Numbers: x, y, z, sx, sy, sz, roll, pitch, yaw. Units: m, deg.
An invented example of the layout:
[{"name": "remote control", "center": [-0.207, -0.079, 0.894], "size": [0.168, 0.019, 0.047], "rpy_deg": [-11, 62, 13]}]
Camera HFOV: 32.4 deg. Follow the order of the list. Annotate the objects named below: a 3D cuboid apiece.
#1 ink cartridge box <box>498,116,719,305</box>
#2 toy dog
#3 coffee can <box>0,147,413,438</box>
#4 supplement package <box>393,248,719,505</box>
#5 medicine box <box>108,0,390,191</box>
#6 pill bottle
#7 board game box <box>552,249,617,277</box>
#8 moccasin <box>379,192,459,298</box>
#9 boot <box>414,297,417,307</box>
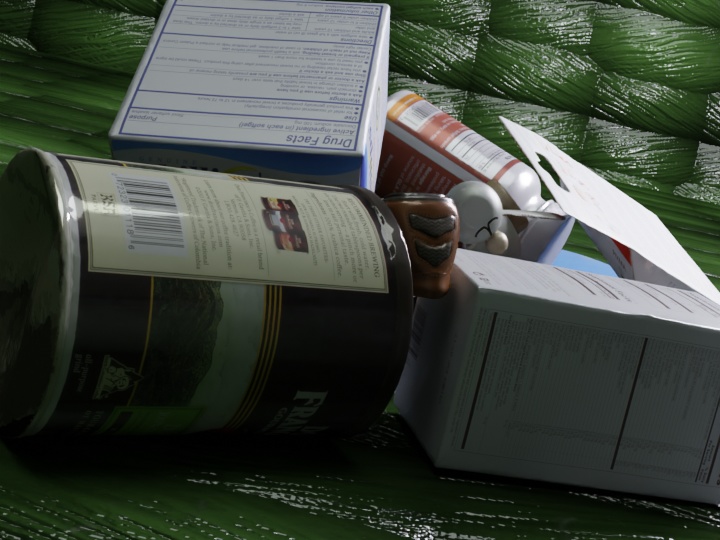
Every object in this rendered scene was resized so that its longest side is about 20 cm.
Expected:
[{"name": "ink cartridge box", "center": [0.196, -0.031, 1.005], "size": [0.199, 0.047, 0.161], "rpy_deg": [27, 23, -29]}, {"name": "toy dog", "center": [0.097, -0.011, 0.940], "size": [0.096, 0.132, 0.200], "rpy_deg": [47, 22, 6]}, {"name": "coffee can", "center": [-0.092, 0.017, 0.677], "size": [0.198, 0.148, 0.146], "rpy_deg": [5, 14, -32]}, {"name": "supplement package", "center": [0.136, 0.065, 0.775], "size": [0.198, 0.115, 0.110], "rpy_deg": [10, 12, -15]}, {"name": "medicine box", "center": [-0.075, -0.115, 0.945], "size": [0.180, 0.104, 0.201], "rpy_deg": [4, 44, 5]}, {"name": "pill bottle", "center": [0.091, -0.068, 1.130], "size": [0.199, 0.113, 0.112], "rpy_deg": [35, 18, 16]}, {"name": "board game box", "center": [0.197, 0.032, 1.177], "size": [0.156, 0.039, 0.200], "rpy_deg": [7, 23, -18]}, {"name": "moccasin", "center": [0.001, 0.000, 0.790], "size": [0.073, 0.079, 0.201], "rpy_deg": [1, -4, -31]}, {"name": "boot", "center": [-0.011, -0.057, 1.066], "size": [0.209, 0.160, 0.079], "rpy_deg": [18, 24, 33]}]
